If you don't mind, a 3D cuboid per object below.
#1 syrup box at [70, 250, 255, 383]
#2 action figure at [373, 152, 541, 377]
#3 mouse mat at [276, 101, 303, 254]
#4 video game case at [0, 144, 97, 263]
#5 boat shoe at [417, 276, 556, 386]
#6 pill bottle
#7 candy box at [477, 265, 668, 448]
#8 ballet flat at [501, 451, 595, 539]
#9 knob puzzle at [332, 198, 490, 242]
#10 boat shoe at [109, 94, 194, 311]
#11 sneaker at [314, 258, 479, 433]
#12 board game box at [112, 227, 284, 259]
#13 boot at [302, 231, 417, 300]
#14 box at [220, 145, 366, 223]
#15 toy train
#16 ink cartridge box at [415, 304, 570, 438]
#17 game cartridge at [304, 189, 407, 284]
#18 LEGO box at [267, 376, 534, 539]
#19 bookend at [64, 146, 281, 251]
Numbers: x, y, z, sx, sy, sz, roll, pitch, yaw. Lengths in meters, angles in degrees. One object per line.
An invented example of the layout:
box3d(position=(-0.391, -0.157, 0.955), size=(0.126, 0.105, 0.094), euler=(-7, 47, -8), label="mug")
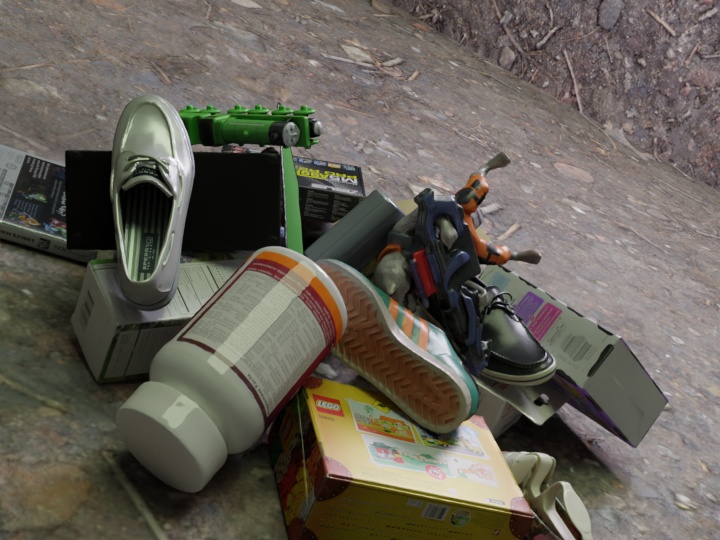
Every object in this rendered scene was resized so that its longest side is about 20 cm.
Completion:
box3d(position=(-0.157, 0.039, 1.019), size=(0.198, 0.079, 0.082), euler=(-6, 49, -36), label="syrup box")
box3d(position=(0.091, -0.003, 1.088), size=(0.192, 0.202, 0.104), euler=(-25, 24, -33), label="action figure")
box3d(position=(-0.073, -0.058, 1.174), size=(0.007, 0.161, 0.202), euler=(-7, 60, 1), label="mouse mat")
box3d(position=(-0.372, -0.083, 1.202), size=(0.180, 0.024, 0.201), euler=(17, 23, -17), label="video game case")
box3d(position=(0.129, 0.053, 1.151), size=(0.074, 0.063, 0.200), euler=(-22, 42, -25), label="boat shoe")
box3d(position=(-0.105, 0.080, 0.908), size=(0.109, 0.110, 0.200), euler=(30, 53, 15), label="pill bottle")
box3d(position=(0.227, 0.093, 1.230), size=(0.199, 0.072, 0.168), euler=(35, -6, 44), label="candy box")
box3d(position=(0.170, 0.218, 1.020), size=(0.068, 0.072, 0.200), euler=(7, 28, -34), label="ballet flat")
box3d(position=(0.061, -0.034, 1.334), size=(0.217, 0.031, 0.220), euler=(0, 29, 0), label="knob puzzle")
box3d(position=(-0.178, -0.069, 0.942), size=(0.073, 0.067, 0.203), euler=(-5, 72, -7), label="boat shoe")
box3d(position=(0.029, 0.066, 1.007), size=(0.200, 0.072, 0.080), euler=(45, 18, 12), label="sneaker")
box3d(position=(-0.166, -0.007, 1.184), size=(0.197, 0.044, 0.201), euler=(18, 31, -12), label="board game box")
box3d(position=(0.024, 0.000, 1.362), size=(0.199, 0.073, 0.144), euler=(26, 21, 26), label="boot")
box3d(position=(-0.095, -0.115, 1.455), size=(0.197, 0.045, 0.160), euler=(9, 18, -5), label="box")
box3d(position=(-0.124, -0.140, 1.075), size=(0.198, 0.042, 0.056), euler=(7, 19, 38), label="toy train")
box3d(position=(0.116, 0.122, 1.183), size=(0.199, 0.068, 0.116), euler=(32, 23, 21), label="ink cartridge box")
box3d(position=(0.000, 0.000, 1.126), size=(0.041, 0.133, 0.200), euler=(40, -14, 19), label="game cartridge")
box3d(position=(0.031, 0.179, 0.954), size=(0.198, 0.078, 0.149), euler=(16, 23, -20), label="LEGO box")
box3d(position=(-0.180, -0.077, 1.095), size=(0.196, 0.093, 0.200), euler=(0, 8, -6), label="bookend")
